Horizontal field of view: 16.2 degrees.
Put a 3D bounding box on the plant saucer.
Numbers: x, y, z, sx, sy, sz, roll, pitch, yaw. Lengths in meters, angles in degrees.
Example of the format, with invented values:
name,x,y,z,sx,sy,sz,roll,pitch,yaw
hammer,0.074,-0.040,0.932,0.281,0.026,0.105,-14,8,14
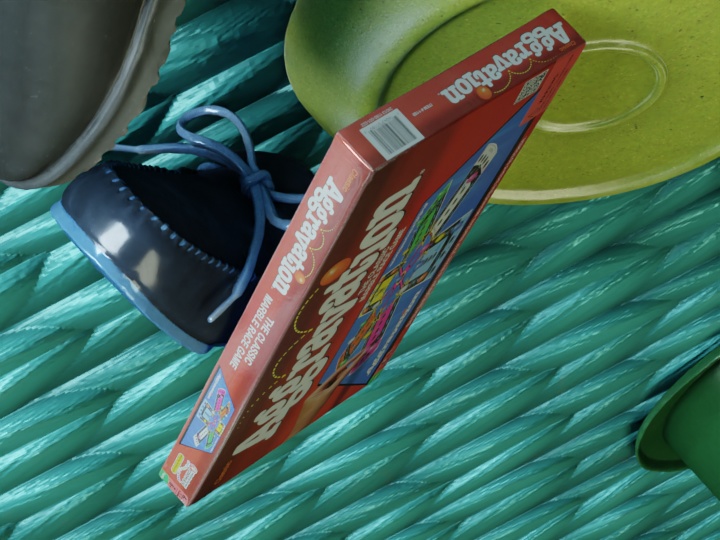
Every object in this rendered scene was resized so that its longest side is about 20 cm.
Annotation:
name,x,y,z,sx,sy,sz,roll,pitch,yaw
plant saucer,0.075,-0.073,0.861,0.199,0.031,0.200,-7,152,-4

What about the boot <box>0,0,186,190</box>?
name,x,y,z,sx,sy,sz,roll,pitch,yaw
boot,-0.132,-0.088,0.651,0.200,0.066,0.165,-5,136,-46

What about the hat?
name,x,y,z,sx,sy,sz,roll,pitch,yaw
hat,0.246,0.125,1.288,0.200,0.176,0.165,-41,152,21

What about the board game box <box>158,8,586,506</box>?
name,x,y,z,sx,sy,sz,roll,pitch,yaw
board game box,0.000,0.000,0.847,0.103,0.019,0.200,-31,162,-37

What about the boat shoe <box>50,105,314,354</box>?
name,x,y,z,sx,sy,sz,roll,pitch,yaw
boat shoe,-0.044,-0.018,0.876,0.069,0.084,0.200,-43,169,9
